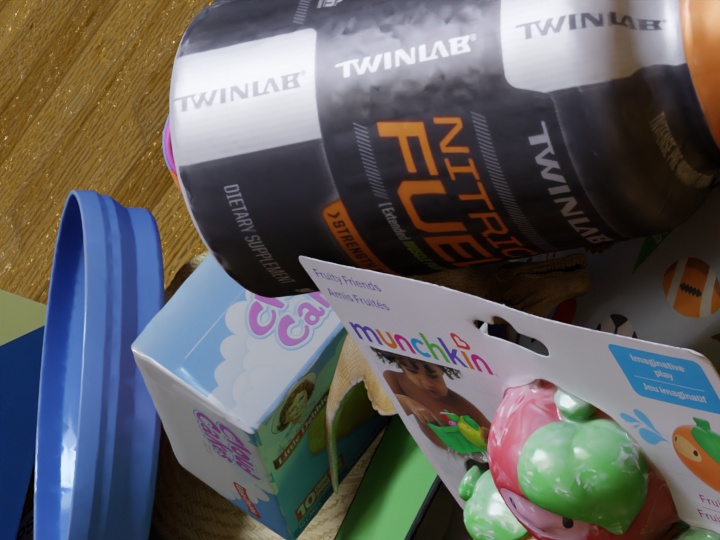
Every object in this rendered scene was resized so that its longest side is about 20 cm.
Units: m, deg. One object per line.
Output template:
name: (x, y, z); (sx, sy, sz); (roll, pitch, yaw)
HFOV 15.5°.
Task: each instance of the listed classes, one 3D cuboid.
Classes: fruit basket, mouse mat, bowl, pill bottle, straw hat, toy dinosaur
fruit basket: (0.077, 0.085, 0.836); (0.185, 0.200, 0.094); (14, 59, 49)
mouse mat: (0.002, 0.114, 1.051); (0.161, 0.008, 0.201); (-83, 15, -68)
bowl: (-0.121, 0.064, 1.219); (0.201, 0.039, 0.201); (-176, 90, -78)
pill bottle: (0.046, -0.056, 0.861); (0.199, 0.106, 0.107); (-10, 52, 27)
straw hat: (-0.047, 0.033, 1.196); (0.201, 0.085, 0.201); (-27, 38, 24)
toy dinosaur: (0.014, 0.010, 0.972); (0.200, 0.058, 0.101); (-39, 39, 56)

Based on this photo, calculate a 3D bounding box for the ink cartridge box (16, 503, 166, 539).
ink cartridge box: (-0.110, 0.152, 1.291); (0.198, 0.047, 0.200); (-46, 27, 28)

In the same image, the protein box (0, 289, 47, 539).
protein box: (-0.267, 0.127, 1.433); (0.200, 0.135, 0.199); (130, 155, -54)

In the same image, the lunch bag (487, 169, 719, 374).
lunch bag: (0.133, -0.031, 0.961); (0.170, 0.124, 0.201); (-40, 41, 38)

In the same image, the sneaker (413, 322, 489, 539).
sneaker: (0.047, 0.112, 1.052); (0.100, 0.075, 0.201); (135, 156, -79)

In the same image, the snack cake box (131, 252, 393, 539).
snack cake box: (0.000, 0.000, 1.093); (0.200, 0.067, 0.115); (-51, -21, -18)

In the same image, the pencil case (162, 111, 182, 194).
pencil case: (-0.046, -0.055, 1.242); (0.089, 0.088, 0.200); (-61, -2, 0)
